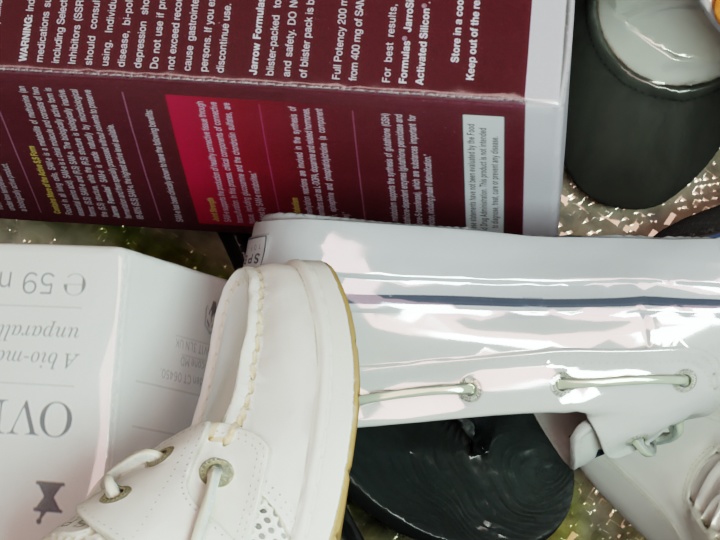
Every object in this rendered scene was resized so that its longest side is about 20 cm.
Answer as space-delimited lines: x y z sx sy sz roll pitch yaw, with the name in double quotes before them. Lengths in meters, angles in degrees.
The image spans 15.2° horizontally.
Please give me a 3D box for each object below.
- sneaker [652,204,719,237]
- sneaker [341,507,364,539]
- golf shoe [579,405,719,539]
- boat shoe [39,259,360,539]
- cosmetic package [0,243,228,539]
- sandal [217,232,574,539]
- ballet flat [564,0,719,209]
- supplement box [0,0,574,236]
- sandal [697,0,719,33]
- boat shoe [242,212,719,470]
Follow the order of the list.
"sneaker" 0.178 -0.023 0.832 0.199 0.083 0.071 -23 124 11
"sneaker" -0.021 0.130 0.813 0.072 0.072 0.201 -18 80 6
"golf shoe" 0.131 0.070 0.763 0.200 0.092 0.073 29 96 35
"boat shoe" -0.044 0.073 0.645 0.069 0.071 0.201 14 49 -9
"cosmetic package" -0.136 0.097 0.762 0.198 0.123 0.201 1 83 22
"sandal" -0.001 0.000 0.829 0.075 0.048 0.201 -30 83 -22
"ballet flat" 0.108 -0.118 0.840 0.068 0.068 0.201 19 84 2
"supplement box" -0.040 -0.057 0.773 0.199 0.109 0.061 3 69 4
"sandal" 0.160 -0.045 0.770 0.079 0.059 0.207 -33 69 -12
"boat shoe" 0.065 0.023 0.761 0.199 0.074 0.067 3 89 -4
